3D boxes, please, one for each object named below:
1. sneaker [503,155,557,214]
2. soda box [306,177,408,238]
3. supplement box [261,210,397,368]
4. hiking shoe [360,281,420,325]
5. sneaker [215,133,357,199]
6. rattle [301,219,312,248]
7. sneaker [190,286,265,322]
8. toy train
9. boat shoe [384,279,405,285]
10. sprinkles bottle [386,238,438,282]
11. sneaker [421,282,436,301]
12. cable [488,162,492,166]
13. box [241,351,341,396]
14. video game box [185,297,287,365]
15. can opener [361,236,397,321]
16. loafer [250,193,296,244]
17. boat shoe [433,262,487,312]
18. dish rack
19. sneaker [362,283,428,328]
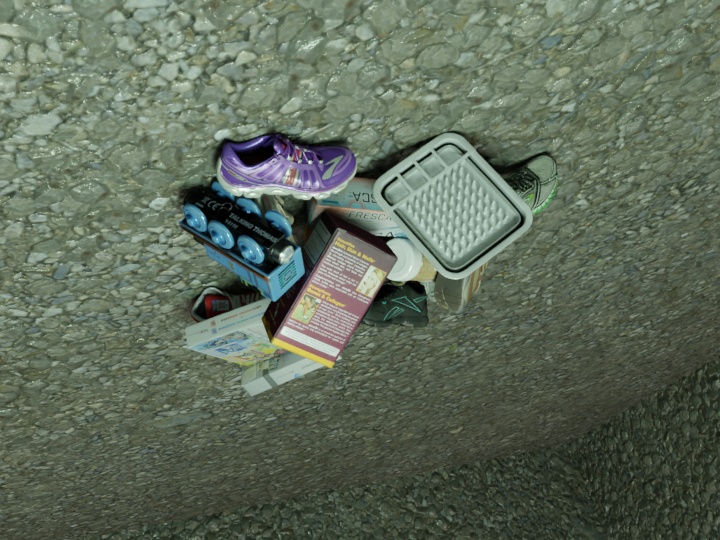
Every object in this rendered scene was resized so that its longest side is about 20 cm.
[{"bbox_3d":[0.254,-0.122,1.312,0.200,0.078,0.085,-43,155,-17],"label":"sneaker"},{"bbox_3d":[0.018,-0.098,1.244,0.199,0.064,0.068,5,149,-14],"label":"soda box"},{"bbox_3d":[-0.049,0.028,1.194,0.110,0.086,0.200,25,103,-26],"label":"supplement box"},{"bbox_3d":[0.013,0.046,1.508,0.200,0.076,0.101,-21,-164,-25],"label":"hiking shoe"},{"bbox_3d":[-0.097,-0.148,1.104,0.199,0.081,0.084,-7,147,-20],"label":"sneaker"},{"bbox_3d":[-0.122,-0.039,1.364,0.130,0.143,0.200,-14,-170,-19],"label":"rattle"},{"bbox_3d":[-0.210,0.062,1.455,0.199,0.071,0.112,-20,158,9],"label":"sneaker"},{"bbox_3d":[-0.171,-0.045,1.135,0.087,0.200,0.114,-45,149,-31],"label":"toy train"},{"bbox_3d":[0.059,-0.003,1.400,0.200,0.065,0.072,-22,164,-26],"label":"boat shoe"},{"bbox_3d":[0.112,-0.013,1.340,0.068,0.068,0.200,-33,159,30],"label":"sprinkles bottle"},{"bbox_3d":[0.194,-0.012,1.580,0.080,0.077,0.200,-16,162,-30],"label":"sneaker"},{"bbox_3d":[0.141,-0.126,1.341,0.163,0.051,0.200,-7,156,-10],"label":"cable"},{"bbox_3d":[-0.137,0.142,1.565,0.200,0.156,0.041,-25,128,14],"label":"box"},{"bbox_3d":[-0.182,0.113,1.440,0.182,0.047,0.200,-22,157,16],"label":"video game box"},{"bbox_3d":[0.000,0.000,1.311,0.063,0.200,0.079,16,161,39],"label":"can opener"},{"bbox_3d":[-0.125,-0.061,1.209,0.063,0.072,0.201,-21,123,-18],"label":"loafer"},{"bbox_3d":[0.169,-0.024,1.285,0.072,0.076,0.200,-32,148,-38],"label":"boat shoe"},{"bbox_3d":[0.134,-0.091,1.184,0.171,0.200,0.044,-36,161,-13],"label":"dish rack"},{"bbox_3d":[0.047,0.059,1.429,0.075,0.080,0.200,15,-172,43],"label":"sneaker"}]
